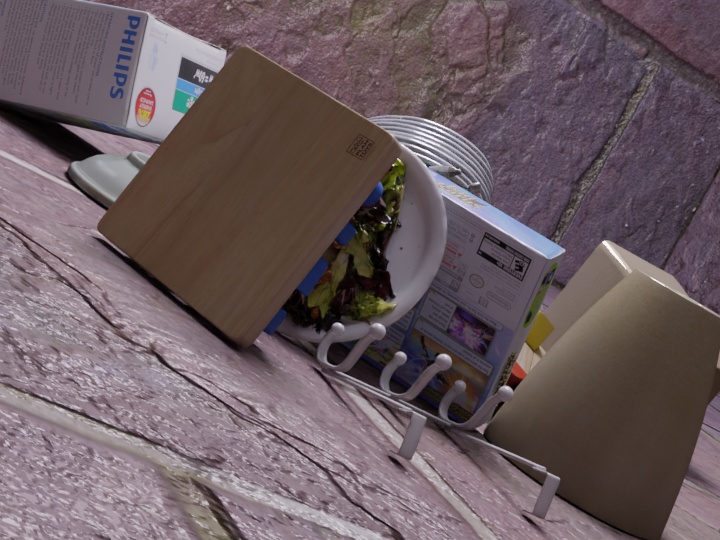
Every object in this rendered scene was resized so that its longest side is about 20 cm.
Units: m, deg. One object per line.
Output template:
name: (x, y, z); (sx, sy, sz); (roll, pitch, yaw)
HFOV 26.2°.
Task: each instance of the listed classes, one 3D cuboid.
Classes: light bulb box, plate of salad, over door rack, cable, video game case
light bulb box: (-0.283, -0.217, 1.696); (0.198, 0.126, 0.198); (13, 0, 20)
plate of salad: (-0.024, -0.036, 1.338); (0.199, 0.201, 0.048); (32, -13, 19)
over door rack: (0.063, 0.106, 1.218); (0.147, 0.067, 0.200); (26, 7, -27)
cable: (0.059, -0.107, 1.822); (0.198, 0.070, 0.201); (18, -24, 13)
video game case: (0.063, 0.014, 1.400); (0.199, 0.183, 0.045); (32, 26, 22)

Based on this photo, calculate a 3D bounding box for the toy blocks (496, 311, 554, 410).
toy blocks: (0.118, 0.078, 1.540); (0.200, 0.100, 0.137); (48, 26, -10)

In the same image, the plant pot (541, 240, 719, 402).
plant pot: (0.349, 0.114, 1.966); (0.199, 0.201, 0.177); (22, 20, -49)

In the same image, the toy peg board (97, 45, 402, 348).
toy peg board: (-0.076, -0.048, 1.270); (0.199, 0.201, 0.098); (34, -7, 37)

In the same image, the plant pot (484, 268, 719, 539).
plant pot: (0.240, 0.107, 1.404); (0.186, 0.201, 0.187); (29, 7, -4)

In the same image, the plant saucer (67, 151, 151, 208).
plant saucer: (-0.191, -0.071, 1.526); (0.199, 0.051, 0.200); (30, 6, -3)

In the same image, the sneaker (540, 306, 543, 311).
sneaker: (0.107, 0.057, 1.765); (0.197, 0.100, 0.078); (9, -34, 6)
